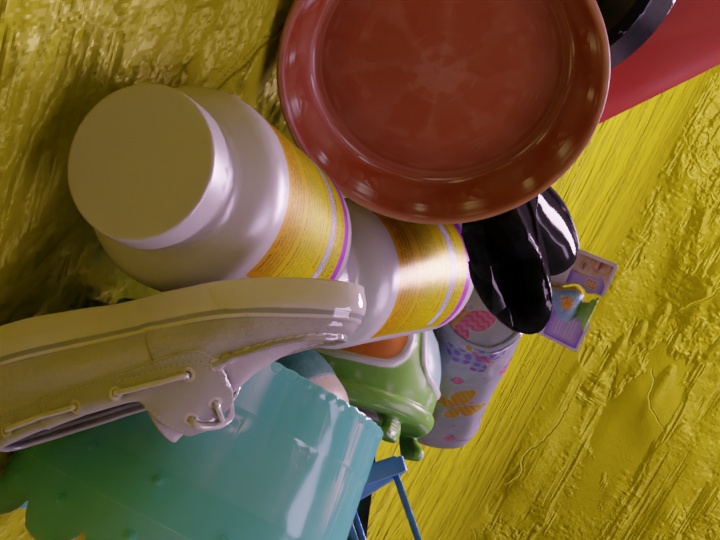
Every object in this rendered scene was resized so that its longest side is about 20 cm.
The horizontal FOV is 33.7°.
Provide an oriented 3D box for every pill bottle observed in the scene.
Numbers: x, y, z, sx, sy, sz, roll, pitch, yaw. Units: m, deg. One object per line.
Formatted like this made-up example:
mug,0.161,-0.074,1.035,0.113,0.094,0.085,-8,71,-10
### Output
pill bottle,-0.075,-0.034,0.627,0.105,0.104,0.200,-59,164,-1
pill bottle,0.000,0.000,0.863,0.199,0.104,0.105,-5,125,-61

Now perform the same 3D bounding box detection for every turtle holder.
turtle holder,0.015,0.088,1.039,0.185,0.140,0.133,34,66,-49

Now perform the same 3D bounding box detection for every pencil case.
pencil case,0.093,0.088,1.118,0.201,0.082,0.091,105,-11,-54

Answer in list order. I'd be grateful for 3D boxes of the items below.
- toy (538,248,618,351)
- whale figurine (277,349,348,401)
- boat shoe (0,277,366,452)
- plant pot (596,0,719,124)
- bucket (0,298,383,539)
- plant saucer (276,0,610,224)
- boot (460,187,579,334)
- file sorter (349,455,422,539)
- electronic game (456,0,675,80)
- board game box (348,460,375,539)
toy,0.127,0.005,1.112,0.047,0.199,0.116,-58,168,-48
whale figurine,-0.107,0.121,0.863,0.199,0.104,0.159,-32,163,-5
boat shoe,-0.092,0.048,0.573,0.072,0.198,0.069,58,23,-78
plant pot,0.186,-0.207,0.823,0.200,0.176,0.202,-16,90,-72
bucket,-0.092,0.116,0.683,0.136,0.206,0.207,-63,165,-13
plant saucer,0.049,-0.120,0.718,0.032,0.198,0.201,-85,-168,-56
boot,0.121,-0.018,0.873,0.065,0.165,0.200,-32,-156,14
file sorter,-0.057,0.235,0.879,0.198,0.124,0.139,-15,166,-21
electronic game,0.103,-0.204,0.717,0.042,0.198,0.201,-88,-160,-64
board game box,-0.058,0.203,1.052,0.201,0.134,0.028,94,0,-55
